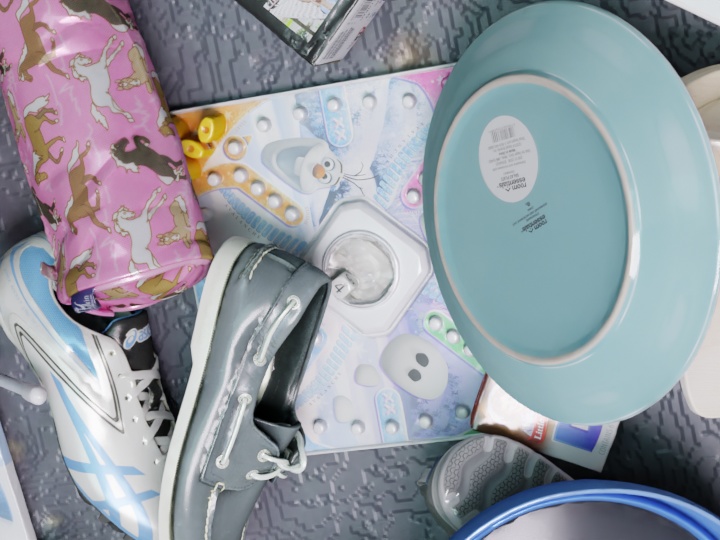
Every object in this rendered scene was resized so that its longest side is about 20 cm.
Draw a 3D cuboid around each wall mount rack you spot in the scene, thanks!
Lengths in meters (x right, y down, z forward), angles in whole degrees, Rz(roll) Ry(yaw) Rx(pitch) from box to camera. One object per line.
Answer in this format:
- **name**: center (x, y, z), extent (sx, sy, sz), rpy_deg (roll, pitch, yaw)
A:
- **wall mount rack**: center (-0.217, 0.123, 0.966), extent (0.173, 0.075, 0.200), rpy_deg (-9, 104, 24)

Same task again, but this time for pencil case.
- **pencil case**: center (-0.144, -0.077, 0.895), extent (0.086, 0.083, 0.200), rpy_deg (-16, 83, -23)

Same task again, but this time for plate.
- **plate**: center (0.086, -0.025, 0.798), extent (0.200, 0.026, 0.201), rpy_deg (17, 112, 51)

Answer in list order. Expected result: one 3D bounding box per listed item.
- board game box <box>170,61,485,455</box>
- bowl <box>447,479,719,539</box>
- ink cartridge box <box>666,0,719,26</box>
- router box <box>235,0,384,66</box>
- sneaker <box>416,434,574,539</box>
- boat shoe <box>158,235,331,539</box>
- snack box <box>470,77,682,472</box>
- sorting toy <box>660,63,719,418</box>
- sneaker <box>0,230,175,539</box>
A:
- **board game box**: center (0.000, 0.000, 0.914), extent (0.200, 0.026, 0.200), rpy_deg (-8, 99, 17)
- **bowl**: center (0.111, 0.196, 0.833), extent (0.200, 0.039, 0.201), rpy_deg (-1, 100, -5)
- **ink cartridge box**: center (0.209, -0.138, 0.736), extent (0.145, 0.200, 0.084), rpy_deg (26, 110, 9)
- **router box**: center (-0.016, -0.227, 0.858), extent (0.149, 0.051, 0.200), rpy_deg (40, 109, 7)
- **sneaker**: center (0.116, 0.150, 0.896), extent (0.200, 0.082, 0.075), rpy_deg (40, 74, -10)
- **boat shoe**: center (-0.059, 0.085, 0.897), extent (0.062, 0.073, 0.201), rpy_deg (13, 99, 17)
- **snack box**: center (0.120, -0.004, 0.862), extent (0.072, 0.024, 0.200), rpy_deg (18, 99, -1)
- **sorting toy**: center (0.230, 0.000, 0.817), extent (0.199, 0.107, 0.180), rpy_deg (8, 114, 6)
- **sneaker**: center (-0.133, 0.069, 0.941), extent (0.072, 0.072, 0.200), rpy_deg (-28, 94, 25)
